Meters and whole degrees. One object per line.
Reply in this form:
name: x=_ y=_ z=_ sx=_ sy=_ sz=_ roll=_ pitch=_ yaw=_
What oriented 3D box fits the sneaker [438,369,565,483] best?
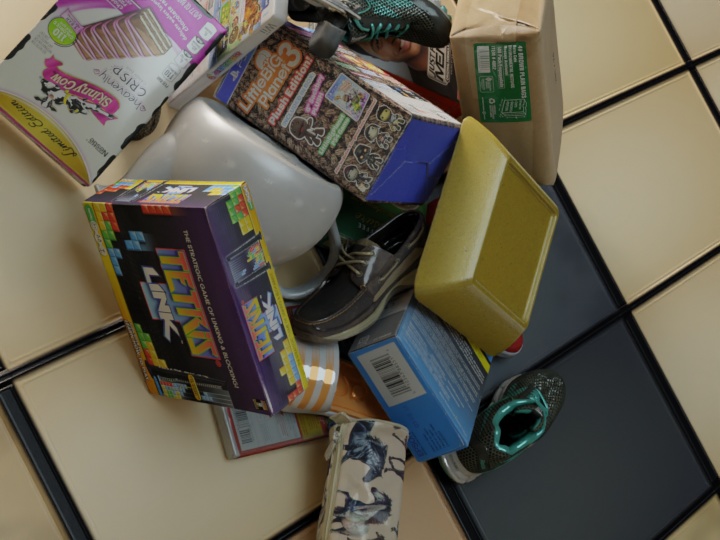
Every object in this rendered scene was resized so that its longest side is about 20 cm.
sneaker: x=0.174 y=0.163 z=1.430 sx=0.200 sy=0.091 sz=0.078 roll=-34 pitch=94 yaw=-42

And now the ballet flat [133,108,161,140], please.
ballet flat: x=-0.224 y=-0.228 z=1.334 sx=0.067 sy=0.046 sz=0.201 roll=12 pitch=64 yaw=-34

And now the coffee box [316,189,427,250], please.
coffee box: x=0.018 y=-0.098 z=1.465 sx=0.123 sy=0.044 sz=0.201 roll=23 pitch=58 yaw=-29

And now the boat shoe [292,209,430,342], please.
boat shoe: x=0.000 y=0.000 z=1.323 sx=0.200 sy=0.074 sz=0.074 roll=-39 pitch=129 yaw=-40

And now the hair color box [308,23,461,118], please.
hair color box: x=0.036 y=-0.252 z=1.536 sx=0.200 sy=0.061 sz=0.102 roll=18 pitch=61 yaw=-30

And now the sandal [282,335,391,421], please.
sandal: x=-0.029 y=0.104 z=1.306 sx=0.206 sy=0.059 sz=0.079 roll=17 pitch=61 yaw=-32

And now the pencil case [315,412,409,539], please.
pencil case: x=-0.007 y=0.240 z=1.265 sx=0.089 sy=0.078 sz=0.201 roll=20 pitch=64 yaw=-25

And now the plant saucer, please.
plant saucer: x=0.145 y=-0.029 z=1.380 sx=0.200 sy=0.048 sz=0.201 roll=37 pitch=67 yaw=-52

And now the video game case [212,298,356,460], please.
video game case: x=-0.067 y=0.102 z=1.329 sx=0.200 sy=0.017 sz=0.143 roll=-8 pitch=75 yaw=-39

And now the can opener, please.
can opener: x=-0.053 y=-0.243 z=1.267 sx=0.053 sy=0.200 sz=0.067 roll=24 pitch=93 yaw=-21

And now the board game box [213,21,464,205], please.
board game box: x=-0.017 y=-0.160 z=1.337 sx=0.200 sy=0.097 sz=0.159 roll=36 pitch=15 yaw=20

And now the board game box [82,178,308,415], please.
board game box: x=-0.146 y=0.022 z=1.162 sx=0.057 sy=0.165 sz=0.201 roll=-35 pitch=118 yaw=-40

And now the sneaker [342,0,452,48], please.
sneaker: x=0.008 y=-0.278 z=1.444 sx=0.199 sy=0.078 sz=0.091 roll=21 pitch=63 yaw=-17

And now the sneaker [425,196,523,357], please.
sneaker: x=0.147 y=-0.002 z=1.475 sx=0.071 sy=0.112 sz=0.200 roll=-35 pitch=94 yaw=-47

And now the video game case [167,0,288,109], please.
video game case: x=-0.131 y=-0.263 z=1.319 sx=0.018 sy=0.200 sz=0.144 roll=19 pitch=60 yaw=-32

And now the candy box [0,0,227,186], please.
candy box: x=-0.242 y=-0.197 z=1.240 sx=0.136 sy=0.061 sz=0.200 roll=42 pitch=81 yaw=-15

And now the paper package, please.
paper package: x=0.173 y=-0.224 z=1.513 sx=0.191 sy=0.103 sz=0.201 roll=-75 pitch=159 yaw=-52

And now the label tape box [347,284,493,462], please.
label tape box: x=0.071 y=0.083 z=1.386 sx=0.144 sy=0.063 sz=0.200 roll=58 pitch=27 yaw=-17

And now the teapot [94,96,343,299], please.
teapot: x=-0.121 y=-0.063 z=1.280 sx=0.200 sy=0.146 sz=0.197 roll=34 pitch=9 yaw=11
